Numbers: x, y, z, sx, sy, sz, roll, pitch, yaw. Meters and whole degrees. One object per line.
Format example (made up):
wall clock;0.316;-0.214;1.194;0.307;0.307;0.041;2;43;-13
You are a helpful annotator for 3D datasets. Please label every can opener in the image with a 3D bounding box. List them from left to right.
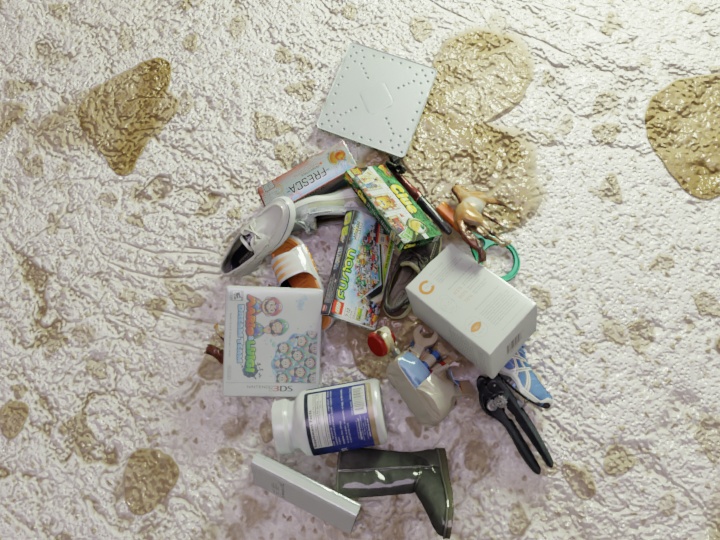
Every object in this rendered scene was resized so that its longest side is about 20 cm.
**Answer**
can opener;0.277;0.270;1.068;0.063;0.078;0.201;-38;87;23

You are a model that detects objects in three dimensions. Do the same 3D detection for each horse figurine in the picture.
horse figurine;-0.197;0.122;1.151;0.199;0.050;0.134;-36;87;-9
horse figurine;0.216;-0.097;1.100;0.131;0.050;0.201;27;39;2

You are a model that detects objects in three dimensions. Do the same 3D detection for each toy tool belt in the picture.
toy tool belt;0.112;0.171;1.096;0.122;0.125;0.201;-31;79;-33

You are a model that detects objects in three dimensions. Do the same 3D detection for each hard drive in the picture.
hard drive;-0.097;0.390;1.051;0.197;0.133;0.027;24;56;10

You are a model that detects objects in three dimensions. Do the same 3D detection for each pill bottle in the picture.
pill bottle;-0.054;0.266;1.079;0.195;0.116;0.118;-10;78;4

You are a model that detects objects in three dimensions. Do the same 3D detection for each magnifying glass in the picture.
magnifying glass;0.225;-0.058;1.166;0.080;0.022;0.200;-44;77;-4

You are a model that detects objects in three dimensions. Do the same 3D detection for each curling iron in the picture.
curling iron;0.111;-0.148;1.183;0.025;0.050;0.201;-35;80;-4

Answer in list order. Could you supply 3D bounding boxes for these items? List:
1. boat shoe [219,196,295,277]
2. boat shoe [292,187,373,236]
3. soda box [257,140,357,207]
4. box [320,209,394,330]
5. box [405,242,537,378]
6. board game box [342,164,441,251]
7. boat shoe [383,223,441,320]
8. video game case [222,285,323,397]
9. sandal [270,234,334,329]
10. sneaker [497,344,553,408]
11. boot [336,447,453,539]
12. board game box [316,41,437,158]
boat shoe;-0.200;-0.061;1.140;0.199;0.065;0.073;-41;78;27
boat shoe;-0.069;-0.107;1.178;0.198;0.075;0.066;-15;74;-5
soda box;-0.102;-0.174;1.195;0.197;0.068;0.064;-29;78;0
box;0.000;0.000;1.139;0.108;0.034;0.204;19;79;-30
box;0.195;0.068;1.063;0.124;0.098;0.199;-42;56;-13
board game box;0.059;-0.124;1.142;0.103;0.024;0.201;-13;56;-40
boat shoe;0.101;-0.003;1.143;0.072;0.065;0.203;21;80;11
video game case;-0.162;0.132;1.116;0.178;0.024;0.205;2;95;-8
sandal;-0.118;0.020;1.150;0.079;0.059;0.209;-38;76;25
sneaker;0.276;0.164;1.088;0.077;0.076;0.200;-44;79;-1
boot;0.055;0.375;1.034;0.195;0.183;0.074;3;119;-3
board game box;0.034;-0.349;1.240;0.196;0.026;0.204;20;82;9
